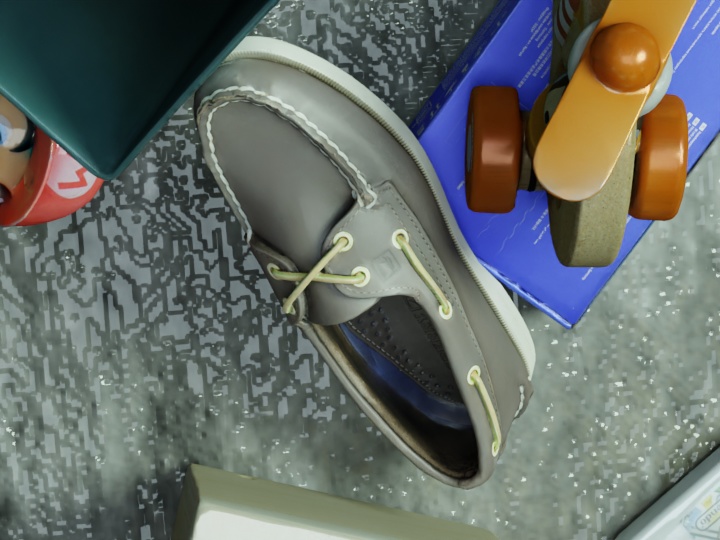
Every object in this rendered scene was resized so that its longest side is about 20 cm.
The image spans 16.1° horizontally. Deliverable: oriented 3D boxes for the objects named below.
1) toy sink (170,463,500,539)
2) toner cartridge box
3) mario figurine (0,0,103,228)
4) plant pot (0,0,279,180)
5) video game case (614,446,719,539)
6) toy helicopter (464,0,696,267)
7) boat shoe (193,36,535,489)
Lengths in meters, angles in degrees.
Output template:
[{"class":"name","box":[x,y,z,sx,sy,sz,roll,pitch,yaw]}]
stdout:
[{"class":"toy sink","box":[-0.025,0.190,0.977,0.129,0.112,0.202,12,92,-7]},{"class":"toner cartridge box","box":[0.101,-0.087,0.974,0.095,0.043,0.200,35,100,-11]},{"class":"mario figurine","box":[-0.183,-0.062,0.907,0.199,0.123,0.107,17,63,-19]},{"class":"plant pot","box":[-0.061,-0.168,0.862,0.141,0.141,0.200,40,52,-8]},{"class":"video game case","box":[0.234,0.114,1.035,0.200,0.023,0.182,-41,100,1]},{"class":"toy helicopter","box":[0.083,-0.099,0.881,0.078,0.132,0.202,3,102,-1]},{"class":"boat shoe","box":[0.000,0.000,0.941,0.071,0.060,0.200,-15,129,29]}]
